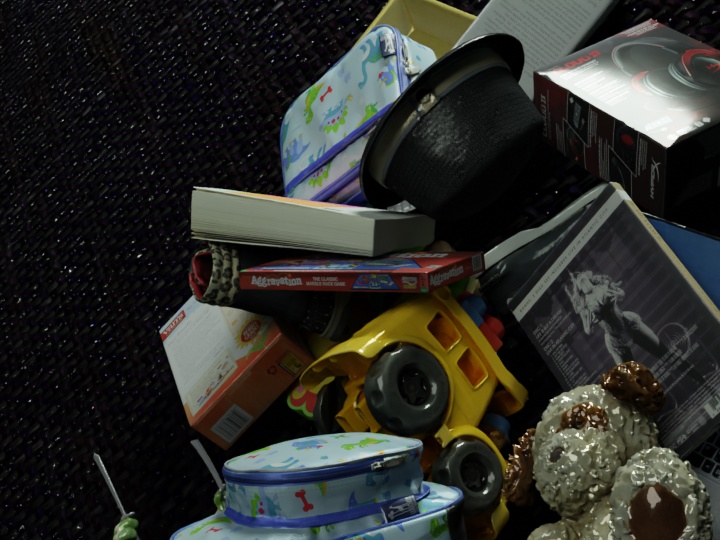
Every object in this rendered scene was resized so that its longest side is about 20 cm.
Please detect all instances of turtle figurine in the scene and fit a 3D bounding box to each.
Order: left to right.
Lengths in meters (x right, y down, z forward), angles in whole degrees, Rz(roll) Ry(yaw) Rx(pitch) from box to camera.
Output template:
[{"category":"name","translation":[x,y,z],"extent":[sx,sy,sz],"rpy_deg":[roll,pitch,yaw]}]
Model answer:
[{"category":"turtle figurine","translation":[-0.159,0.243,1.024],"extent":[0.191,0.144,0.203],"rpy_deg":[-3,63,32]}]

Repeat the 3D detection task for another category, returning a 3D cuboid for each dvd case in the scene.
[{"category":"dvd case","translation":[0.212,0.054,0.850],"extent":[0.149,0.016,0.201],"rpy_deg":[-54,52,33]}]

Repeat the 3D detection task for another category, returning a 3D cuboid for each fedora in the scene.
[{"category":"fedora","translation":[0.096,-0.112,0.969],"extent":[0.200,0.200,0.092],"rpy_deg":[-44,68,4]}]

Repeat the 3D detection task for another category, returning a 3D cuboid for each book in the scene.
[{"category":"book","translation":[-0.044,-0.049,1.024],"extent":[0.197,0.133,0.049],"rpy_deg":[8,99,28]}]

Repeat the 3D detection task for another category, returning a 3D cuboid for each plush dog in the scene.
[{"category":"plush dog","translation":[0.185,0.163,0.786],"extent":[0.200,0.159,0.174],"rpy_deg":[-45,44,37]}]

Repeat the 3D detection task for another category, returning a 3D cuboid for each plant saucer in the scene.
[{"category":"plant saucer","translation":[0.054,-0.213,1.234],"extent":[0.201,0.048,0.200],"rpy_deg":[-52,44,-2]}]

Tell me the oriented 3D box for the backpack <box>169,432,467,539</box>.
[{"category":"backpack","translation":[-0.037,0.200,0.784],"extent":[0.183,0.197,0.149],"rpy_deg":[166,91,-67]}]

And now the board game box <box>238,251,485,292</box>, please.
[{"category":"board game box","translation":[0.000,0.000,0.945],"extent":[0.198,0.102,0.020],"rpy_deg":[0,99,34]}]

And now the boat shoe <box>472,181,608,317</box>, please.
[{"category":"boat shoe","translation":[0.197,-0.029,0.990],"extent":[0.198,0.076,0.061],"rpy_deg":[-32,84,4]}]

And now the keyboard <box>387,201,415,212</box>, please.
[{"category":"keyboard","translation":[0.048,-0.143,1.151],"extent":[0.056,0.011,0.202],"rpy_deg":[-23,50,24]}]

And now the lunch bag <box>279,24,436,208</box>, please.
[{"category":"lunch bag","translation":[0.000,-0.145,1.125],"extent":[0.199,0.082,0.163],"rpy_deg":[-32,51,38]}]

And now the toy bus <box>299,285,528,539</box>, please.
[{"category":"toy bus","translation":[0.076,0.111,0.931],"extent":[0.192,0.201,0.135],"rpy_deg":[-39,3,-34]}]

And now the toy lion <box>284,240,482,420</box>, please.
[{"category":"toy lion","translation":[0.008,0.065,1.079],"extent":[0.190,0.068,0.202],"rpy_deg":[10,67,50]}]

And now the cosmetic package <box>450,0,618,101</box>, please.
[{"category":"cosmetic package","translation":[0.181,-0.251,1.113],"extent":[0.101,0.071,0.201],"rpy_deg":[39,87,7]}]

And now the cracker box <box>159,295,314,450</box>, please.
[{"category":"cracker box","translation":[-0.138,0.080,1.153],"extent":[0.134,0.058,0.200],"rpy_deg":[-45,33,6]}]

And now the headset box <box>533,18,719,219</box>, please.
[{"category":"headset box","translation":[0.260,-0.146,0.966],"extent":[0.147,0.076,0.200],"rpy_deg":[-25,40,-18]}]

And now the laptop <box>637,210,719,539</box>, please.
[{"category":"laptop","translation":[0.253,0.091,0.821],"extent":[0.186,0.116,0.201],"rpy_deg":[26,79,46]}]

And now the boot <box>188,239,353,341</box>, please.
[{"category":"boot","translation":[-0.099,-0.009,1.093],"extent":[0.074,0.152,0.204],"rpy_deg":[-66,24,20]}]
